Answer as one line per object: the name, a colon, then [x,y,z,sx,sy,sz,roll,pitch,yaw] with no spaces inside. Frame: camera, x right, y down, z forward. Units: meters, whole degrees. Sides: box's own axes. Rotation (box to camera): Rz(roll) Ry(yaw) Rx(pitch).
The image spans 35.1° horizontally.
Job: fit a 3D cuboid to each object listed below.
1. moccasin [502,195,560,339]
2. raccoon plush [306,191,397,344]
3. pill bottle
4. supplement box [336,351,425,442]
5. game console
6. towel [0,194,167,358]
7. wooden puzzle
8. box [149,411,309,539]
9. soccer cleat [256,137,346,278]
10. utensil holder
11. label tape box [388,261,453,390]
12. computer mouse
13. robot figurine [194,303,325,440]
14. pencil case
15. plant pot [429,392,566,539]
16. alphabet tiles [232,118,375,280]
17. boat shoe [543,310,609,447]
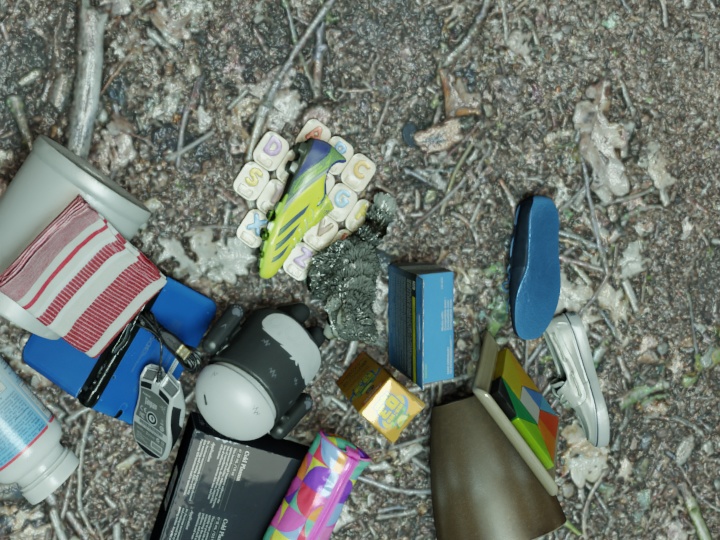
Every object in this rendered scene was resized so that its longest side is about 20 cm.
moccasin: [0.247,-0.005,1.620,0.079,0.068,0.203,7,96,-20]
raccoon plush: [0.000,0.000,1.515,0.096,0.134,0.203,14,105,-27]
pill bottle: [-0.460,0.201,1.471,0.108,0.109,0.201,-39,102,-5]
supplement box: [0.024,0.166,1.520,0.069,0.200,0.067,42,87,-13]
game console: [-0.323,0.082,1.534,0.170,0.118,0.202,32,89,-44]
towel: [-0.332,0.015,1.383,0.144,0.023,0.200,-47,143,-7]
wooden puzzle: [0.222,0.188,1.567,0.037,0.200,0.186,-33,103,19]
box: [-0.174,0.321,1.545,0.180,0.104,0.203,19,92,-13]
soccer cleat: [-0.080,-0.077,1.530,0.083,0.065,0.203,22,93,-15]
utensil holder: [-0.388,-0.040,1.434,0.169,0.170,0.201,35,91,-13]
label tape box: [0.088,0.071,1.524,0.062,0.200,0.147,-2,96,-11]
computer mouse: [-0.258,0.158,1.492,0.109,0.044,0.202,29,123,24]
robot figurine: [-0.132,0.131,1.509,0.149,0.125,0.200,32,56,13]
pencil case: [-0.061,0.311,1.474,0.087,0.088,0.202,25,89,-13]
plant pot: [0.170,0.275,1.589,0.184,0.187,0.203,-16,85,-10]
alphabet tiles: [-0.074,-0.097,1.569,0.199,0.015,0.197,35,88,-13]
boat shoe: [0.308,0.163,1.647,0.065,0.072,0.203,-16,98,-5]
